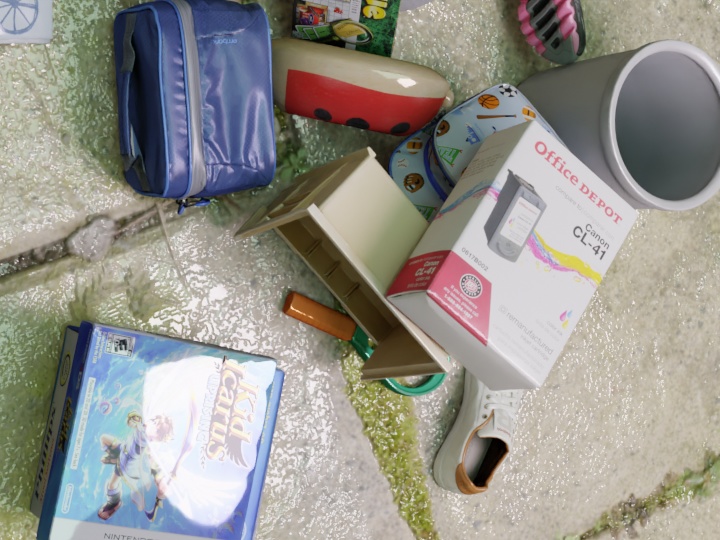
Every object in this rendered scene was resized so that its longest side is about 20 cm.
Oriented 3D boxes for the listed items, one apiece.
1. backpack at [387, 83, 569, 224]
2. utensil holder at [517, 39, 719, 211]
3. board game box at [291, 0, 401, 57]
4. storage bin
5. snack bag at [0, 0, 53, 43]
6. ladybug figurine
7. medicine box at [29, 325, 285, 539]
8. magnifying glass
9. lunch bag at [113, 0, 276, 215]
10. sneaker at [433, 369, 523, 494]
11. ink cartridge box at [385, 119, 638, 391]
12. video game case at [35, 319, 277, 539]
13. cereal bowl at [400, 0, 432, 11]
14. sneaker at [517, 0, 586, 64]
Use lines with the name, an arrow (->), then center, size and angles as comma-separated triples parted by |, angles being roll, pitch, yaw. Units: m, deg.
backpack -> 0.117, -0.078, 1.489 | 0.190, 0.154, 0.200 | -33, 69, -18
utensil holder -> 0.267, -0.145, 1.567 | 0.169, 0.200, 0.171 | 0, 91, -28
board game box -> -0.010, -0.269, 1.390 | 0.104, 0.200, 0.024 | 11, 65, 1
storage bin -> 0.000, 0.000, 1.435 | 0.200, 0.198, 0.094 | 48, 66, -13
snack bag -> -0.361, -0.288, 1.314 | 0.199, 0.021, 0.190 | -12, 112, -40
ladybug figurine -> -0.008, -0.177, 1.459 | 0.199, 0.136, 0.072 | 12, 95, 11
medicine box -> -0.194, 0.162, 1.418 | 0.199, 0.103, 0.183 | 12, 87, -27
magnifying glass -> 0.009, 0.071, 1.556 | 0.199, 0.022, 0.080 | 25, 79, -23
lunch bag -> -0.165, -0.153, 1.396 | 0.132, 0.136, 0.201 | -6, 97, -25
sneaker -> 0.149, 0.148, 1.596 | 0.073, 0.085, 0.201 | 23, 81, -23
ink cartridge box -> 0.139, -0.013, 1.349 | 0.147, 0.086, 0.201 | 39, 70, -17
video game case -> -0.181, 0.160, 1.342 | 0.180, 0.045, 0.201 | 13, 87, -27
cereal bowl -> 0.011, -0.344, 1.485 | 0.199, 0.083, 0.201 | 11, 67, -27
sneaker -> 0.208, -0.318, 1.592 | 0.095, 0.079, 0.201 | -11, 81, -40
